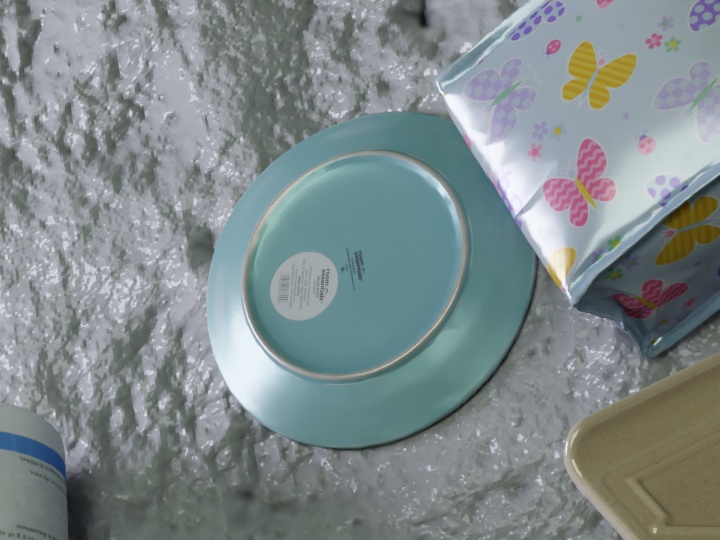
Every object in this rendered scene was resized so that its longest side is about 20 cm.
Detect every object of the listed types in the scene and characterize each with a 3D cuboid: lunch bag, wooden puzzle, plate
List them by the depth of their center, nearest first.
[{"bbox_3d":[0.220,0.124,1.295,0.185,0.046,0.200,-24,58,-25],"label":"wooden puzzle"},{"bbox_3d":[0.169,-0.083,1.401,0.200,0.127,0.170,-42,55,15],"label":"lunch bag"},{"bbox_3d":[0.000,0.000,1.500,0.200,0.026,0.201,-9,66,21],"label":"plate"}]

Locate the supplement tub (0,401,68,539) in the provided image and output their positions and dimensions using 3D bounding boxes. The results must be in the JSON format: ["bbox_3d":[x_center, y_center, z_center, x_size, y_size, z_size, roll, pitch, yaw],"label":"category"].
[{"bbox_3d":[-0.219,0.181,1.461,0.132,0.132,0.201,-15,62,18],"label":"supplement tub"}]
